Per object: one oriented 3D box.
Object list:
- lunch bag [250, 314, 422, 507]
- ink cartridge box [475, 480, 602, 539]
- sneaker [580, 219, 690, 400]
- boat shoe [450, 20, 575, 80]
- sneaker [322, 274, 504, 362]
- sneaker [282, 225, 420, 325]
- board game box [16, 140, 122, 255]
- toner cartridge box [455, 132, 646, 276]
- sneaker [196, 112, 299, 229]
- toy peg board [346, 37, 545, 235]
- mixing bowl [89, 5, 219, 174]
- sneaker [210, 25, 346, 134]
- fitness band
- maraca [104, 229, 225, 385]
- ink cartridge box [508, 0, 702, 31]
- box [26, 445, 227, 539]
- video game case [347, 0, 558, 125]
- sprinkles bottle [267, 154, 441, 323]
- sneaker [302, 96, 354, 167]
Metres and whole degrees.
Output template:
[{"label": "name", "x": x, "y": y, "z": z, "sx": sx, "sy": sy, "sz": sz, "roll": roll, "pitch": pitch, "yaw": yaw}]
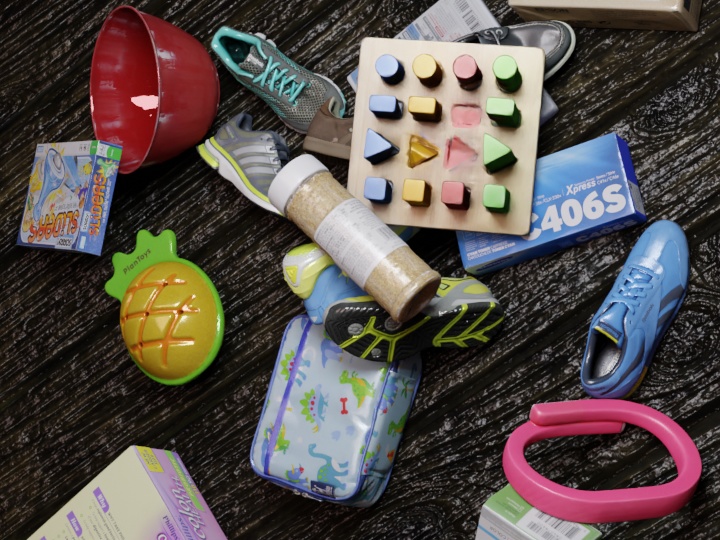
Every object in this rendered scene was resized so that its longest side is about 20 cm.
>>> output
[{"label": "lunch bag", "x": -0.032, "y": 0.154, "z": 1.718, "sx": 0.161, "sy": 0.082, "sz": 0.200, "roll": 15, "pitch": 85, "yaw": 32}, {"label": "ink cartridge box", "x": 0.163, "y": 0.313, "z": 1.528, "sx": 0.104, "sy": 0.059, "sz": 0.200, "roll": 32, "pitch": 134, "yaw": 28}, {"label": "sneaker", "x": 0.280, "y": 0.039, "z": 1.583, "sx": 0.066, "sy": 0.078, "sz": 0.200, "roll": 22, "pitch": 88, "yaw": 31}, {"label": "boat shoe", "x": 0.135, "y": -0.231, "z": 1.699, "sx": 0.199, "sy": 0.066, "sz": 0.075, "roll": -13, "pitch": 72, "yaw": 23}, {"label": "sneaker", "x": 0.051, "y": 0.046, "z": 1.659, "sx": 0.076, "sy": 0.200, "sz": 0.076, "roll": -118, "pitch": 34, "yaw": -48}, {"label": "sneaker", "x": 0.000, "y": 0.000, "z": 1.703, "sx": 0.076, "sy": 0.200, "sz": 0.105, "roll": 0, "pitch": 110, "yaw": 51}, {"label": "board game box", "x": -0.362, "y": -0.090, "z": 1.914, "sx": 0.200, "sy": 0.034, "sz": 0.136, "roll": 4, "pitch": 82, "yaw": 57}, {"label": "toner cartridge box", "x": 0.199, "y": -0.069, "z": 1.668, "sx": 0.200, "sy": 0.043, "sz": 0.095, "roll": -19, "pitch": 70, "yaw": 23}, {"label": "sneaker", "x": -0.108, "y": -0.118, "z": 1.824, "sx": 0.200, "sy": 0.074, "sz": 0.081, "roll": 39, "pitch": 94, "yaw": 27}, {"label": "toy peg board", "x": 0.085, "y": -0.146, "z": 1.618, "sx": 0.199, "sy": 0.098, "sz": 0.200, "roll": 5, "pitch": 88, "yaw": 9}, {"label": "mixing bowl", "x": -0.240, "y": -0.216, "z": 1.872, "sx": 0.200, "sy": 0.108, "sz": 0.201, "roll": 5, "pitch": 96, "yaw": 56}, {"label": "sneaker", "x": -0.105, "y": -0.227, "z": 1.833, "sx": 0.200, "sy": 0.091, "sz": 0.078, "roll": 35, "pitch": 97, "yaw": 29}, {"label": "fitness band", "x": 0.237, "y": 0.188, "z": 1.524, "sx": 0.144, "sy": 0.200, "sz": 0.037, "roll": -115, "pitch": 28, "yaw": -48}, {"label": "maraca", "x": -0.232, "y": 0.043, "z": 1.829, "sx": 0.137, "sy": 0.107, "sz": 0.200, "roll": -39, "pitch": 64, "yaw": 13}, {"label": "ink cartridge box", "x": 0.274, "y": -0.349, "z": 1.674, "sx": 0.200, "sy": 0.075, "sz": 0.165, "roll": 7, "pitch": 83, "yaw": 29}, {"label": "box", "x": -0.266, "y": 0.335, "z": 1.788, "sx": 0.200, "sy": 0.097, "sz": 0.176, "roll": -42, "pitch": 63, "yaw": 14}, {"label": "video game case", "x": 0.102, "y": -0.201, "z": 1.760, "sx": 0.182, "sy": 0.022, "sz": 0.200, "roll": -38, "pitch": 65, "yaw": 15}, {"label": "sprinkles bottle", "x": -0.007, "y": -0.034, "z": 1.603, "sx": 0.200, "sy": 0.068, "sz": 0.068, "roll": 44, "pitch": 100, "yaw": 19}, {"label": "sneaker", "x": 0.029, "y": -0.146, "z": 1.731, "sx": 0.200, "sy": 0.070, "sz": 0.076, "roll": 15, "pitch": 83, "yaw": 24}]
